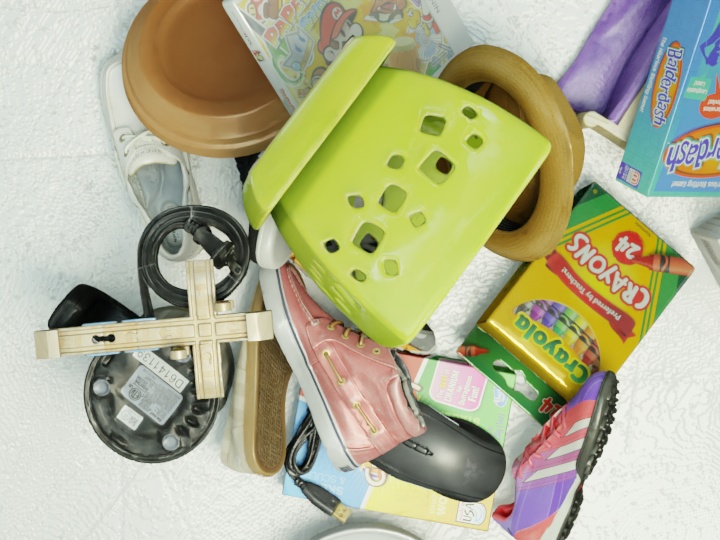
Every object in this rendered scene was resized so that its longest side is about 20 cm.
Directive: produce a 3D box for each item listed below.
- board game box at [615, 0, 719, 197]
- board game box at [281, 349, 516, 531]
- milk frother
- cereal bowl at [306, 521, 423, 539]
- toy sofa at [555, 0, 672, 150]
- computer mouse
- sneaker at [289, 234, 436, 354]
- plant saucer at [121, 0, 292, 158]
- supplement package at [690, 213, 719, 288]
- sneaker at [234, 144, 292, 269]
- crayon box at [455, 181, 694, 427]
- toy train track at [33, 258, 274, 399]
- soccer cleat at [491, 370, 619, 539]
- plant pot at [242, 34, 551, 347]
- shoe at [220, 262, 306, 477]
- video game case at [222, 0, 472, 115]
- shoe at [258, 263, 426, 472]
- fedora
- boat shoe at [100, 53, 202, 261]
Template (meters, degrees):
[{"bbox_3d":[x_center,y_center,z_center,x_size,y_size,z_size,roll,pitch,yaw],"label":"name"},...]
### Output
[{"bbox_3d":[0.318,-0.164,1.462,0.151,0.045,0.202,-3,117,-40],"label":"board game box"},{"bbox_3d":[0.036,0.151,1.553,0.198,0.040,0.155,10,94,-1],"label":"board game box"},{"bbox_3d":[-0.159,0.049,1.471,0.199,0.188,0.181,-35,94,2],"label":"milk frother"},{"bbox_3d":[0.004,0.330,1.545,0.198,0.083,0.202,0,95,1],"label":"cereal bowl"},{"bbox_3d":[0.261,-0.212,1.505,0.097,0.083,0.201,32,94,-4],"label":"toy sofa"},{"bbox_3d":[0.027,0.178,1.511,0.199,0.046,0.141,30,92,-2],"label":"computer mouse"},{"bbox_3d":[0.000,0.000,1.525,0.200,0.078,0.077,43,88,-2],"label":"sneaker"},{"bbox_3d":[-0.119,-0.197,1.482,0.198,0.038,0.202,-2,64,4],"label":"plant saucer"},{"bbox_3d":[0.423,-0.030,1.500,0.199,0.121,0.120,-29,95,2],"label":"supplement package"},{"bbox_3d":[-0.102,-0.095,1.497,0.111,0.073,0.202,6,63,15],"label":"sneaker"},{"bbox_3d":[0.198,0.036,1.518,0.127,0.051,0.201,39,81,-3],"label":"crayon box"},{"bbox_3d":[-0.171,0.054,1.361,0.198,0.033,0.116,-5,94,1],"label":"toy train track"},{"bbox_3d":[0.176,0.168,1.486,0.073,0.068,0.201,25,122,15],"label":"soccer cleat"},{"bbox_3d":[0.015,-0.071,1.348,0.181,0.199,0.201,38,84,-3],"label":"plant pot"},{"bbox_3d":[-0.094,0.090,1.528,0.053,0.070,0.202,-6,71,43],"label":"shoe"},{"bbox_3d":[-0.006,-0.218,1.461,0.200,0.023,0.183,-45,116,-25],"label":"video game case"},{"bbox_3d":[-0.015,0.071,1.473,0.090,0.071,0.202,-25,82,10],"label":"shoe"},{"bbox_3d":[0.145,-0.111,1.492,0.081,0.200,0.202,-24,95,-35],"label":"fedora"},{"bbox_3d":[-0.190,-0.105,1.518,0.070,0.069,0.202,-20,93,3],"label":"boat shoe"}]
